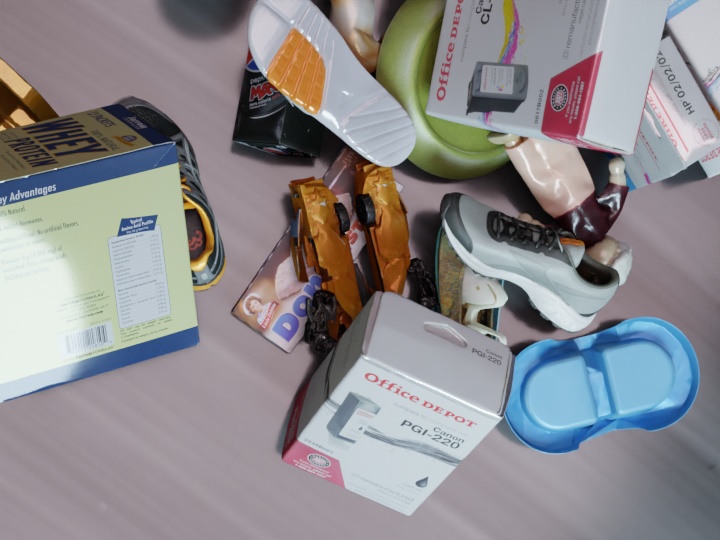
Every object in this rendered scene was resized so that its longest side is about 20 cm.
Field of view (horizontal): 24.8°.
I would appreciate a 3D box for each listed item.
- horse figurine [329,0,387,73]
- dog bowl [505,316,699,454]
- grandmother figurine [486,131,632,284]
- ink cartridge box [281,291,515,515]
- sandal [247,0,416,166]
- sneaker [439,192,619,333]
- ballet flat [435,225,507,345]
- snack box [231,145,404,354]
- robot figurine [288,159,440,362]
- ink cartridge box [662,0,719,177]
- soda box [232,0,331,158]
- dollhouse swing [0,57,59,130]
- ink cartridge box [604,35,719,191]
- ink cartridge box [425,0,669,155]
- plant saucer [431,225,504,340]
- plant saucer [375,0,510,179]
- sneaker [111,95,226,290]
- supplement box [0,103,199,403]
[{"bbox_3d":[0.000,-0.247,1.567,0.132,0.050,0.201,-24,114,-49],"label":"horse figurine"},{"bbox_3d":[0.232,0.113,1.617,0.199,0.050,0.112,-14,89,-7],"label":"dog bowl"},{"bbox_3d":[0.209,-0.068,1.602,0.121,0.061,0.200,-29,108,6],"label":"grandmother figurine"},{"bbox_3d":[0.033,0.126,1.511,0.145,0.200,0.085,24,47,-10],"label":"ink cartridge box"},{"bbox_3d":[-0.035,-0.174,1.523,0.079,0.059,0.207,-47,113,-6],"label":"sandal"},{"bbox_3d":[0.160,-0.022,1.557,0.200,0.079,0.074,31,40,-19],"label":"sneaker"},{"bbox_3d":[0.111,0.049,1.578,0.070,0.071,0.201,1,89,-6],"label":"ballet flat"},{"bbox_3d":[-0.042,-0.021,1.607,0.072,0.024,0.200,35,84,-7],"label":"snack box"},{"bbox_3d":[0.000,0.000,1.573,0.144,0.058,0.201,-16,105,-20],"label":"robot figurine"},{"bbox_3d":[0.365,-0.216,1.597,0.144,0.147,0.200,-33,90,-6],"label":"ink cartridge box"},{"bbox_3d":[-0.064,-0.213,1.582,0.063,0.071,0.201,7,85,37],"label":"soda box"},{"bbox_3d":[-0.334,-0.059,1.516,0.176,0.182,0.200,41,83,13],"label":"dollhouse swing"},{"bbox_3d":[0.278,-0.148,1.558,0.068,0.200,0.115,-30,91,-6],"label":"ink cartridge box"},{"bbox_3d":[0.164,-0.192,1.476,0.085,0.200,0.148,8,95,-43],"label":"ink cartridge box"},{"bbox_3d":[0.103,0.041,1.623,0.070,0.019,0.201,7,87,-6],"label":"plant saucer"},{"bbox_3d":[0.109,-0.187,1.587,0.199,0.031,0.201,-5,101,-27],"label":"plant saucer"},{"bbox_3d":[-0.183,-0.078,1.570,0.078,0.077,0.201,-28,89,-5],"label":"sneaker"},{"bbox_3d":[-0.268,-0.020,1.467,0.199,0.134,0.201,-16,117,-25],"label":"supplement box"}]
